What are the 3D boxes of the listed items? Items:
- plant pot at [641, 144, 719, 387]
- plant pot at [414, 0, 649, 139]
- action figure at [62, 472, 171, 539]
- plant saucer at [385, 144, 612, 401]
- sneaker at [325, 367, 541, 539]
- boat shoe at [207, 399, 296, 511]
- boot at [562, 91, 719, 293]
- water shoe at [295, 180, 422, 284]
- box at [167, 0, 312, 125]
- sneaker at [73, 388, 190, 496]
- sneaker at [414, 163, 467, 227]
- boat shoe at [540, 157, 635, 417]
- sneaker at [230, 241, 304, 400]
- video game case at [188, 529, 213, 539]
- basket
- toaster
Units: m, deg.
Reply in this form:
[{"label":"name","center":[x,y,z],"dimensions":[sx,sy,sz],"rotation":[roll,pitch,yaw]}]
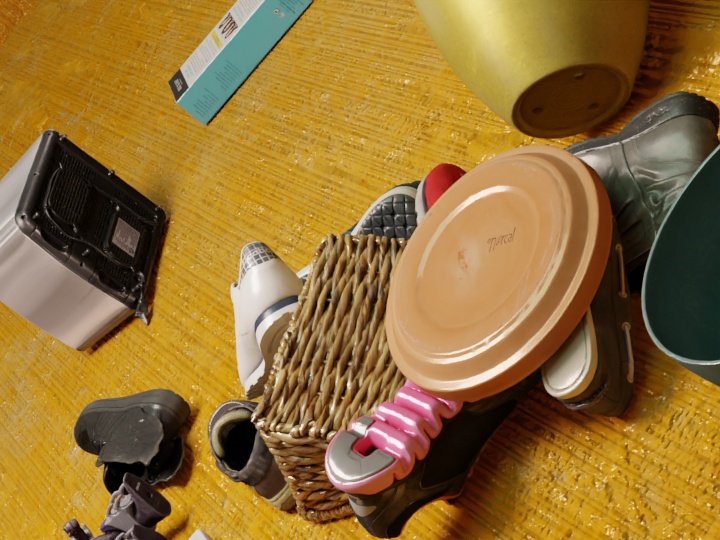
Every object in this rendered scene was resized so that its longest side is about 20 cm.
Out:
[{"label":"plant pot","center":[0.282,0.006,1.134],"dimensions":[0.200,0.135,0.201],"rotation":[-40,27,25]},{"label":"plant pot","center":[0.155,-0.194,1.595],"dimensions":[0.200,0.199,0.143],"rotation":[-35,54,32]},{"label":"action figure","center":[-0.248,0.272,1.784],"dimensions":[0.200,0.069,0.131],"rotation":[-41,32,31]},{"label":"plant saucer","center":[0.092,-0.003,1.399],"dimensions":[0.200,0.032,0.201],"rotation":[-29,43,32]},{"label":"sneaker","center":[0.063,0.122,1.433],"dimensions":[0.200,0.096,0.079],"rotation":[-36,35,-23]},{"label":"boat shoe","center":[-0.097,0.145,1.690],"dimensions":[0.073,0.065,0.200],"rotation":[-56,24,-4]},{"label":"boot","center":[0.189,-0.037,1.445],"dimensions":[0.200,0.067,0.131],"rotation":[-34,39,41]},{"label":"water shoe","center":[0.000,0.000,1.739],"dimensions":[0.200,0.072,0.079],"rotation":[-42,-1,25]},{"label":"box","center":[-0.146,-0.274,2.352],"dimensions":[0.200,0.049,0.082],"rotation":[-48,25,9]},{"label":"sneaker","center":[-0.231,0.174,1.890],"dimensions":[0.199,0.060,0.105],"rotation":[-20,35,44]},{"label":"sneaker","center":[0.104,-0.032,1.504],"dimensions":[0.085,0.077,0.200],"rotation":[-62,30,24]},{"label":"boat shoe","center":[0.159,0.014,1.386],"dimensions":[0.067,0.057,0.201],"rotation":[-28,45,37]},{"label":"sneaker","center":[-0.078,0.047,1.684],"dimensions":[0.076,0.081,0.200],"rotation":[-25,-20,-19]},{"label":"video game case","center":[-0.166,0.330,1.616],"dimensions":[0.200,0.023,0.182],"rotation":[-52,24,0]},{"label":"basket","center":[0.021,0.091,1.562],"dimensions":[0.142,0.149,0.201],"rotation":[4,53,22]},{"label":"toaster","center":[-0.323,-0.027,2.180],"dimensions":[0.119,0.180,0.201],"rotation":[-40,26,31]}]
